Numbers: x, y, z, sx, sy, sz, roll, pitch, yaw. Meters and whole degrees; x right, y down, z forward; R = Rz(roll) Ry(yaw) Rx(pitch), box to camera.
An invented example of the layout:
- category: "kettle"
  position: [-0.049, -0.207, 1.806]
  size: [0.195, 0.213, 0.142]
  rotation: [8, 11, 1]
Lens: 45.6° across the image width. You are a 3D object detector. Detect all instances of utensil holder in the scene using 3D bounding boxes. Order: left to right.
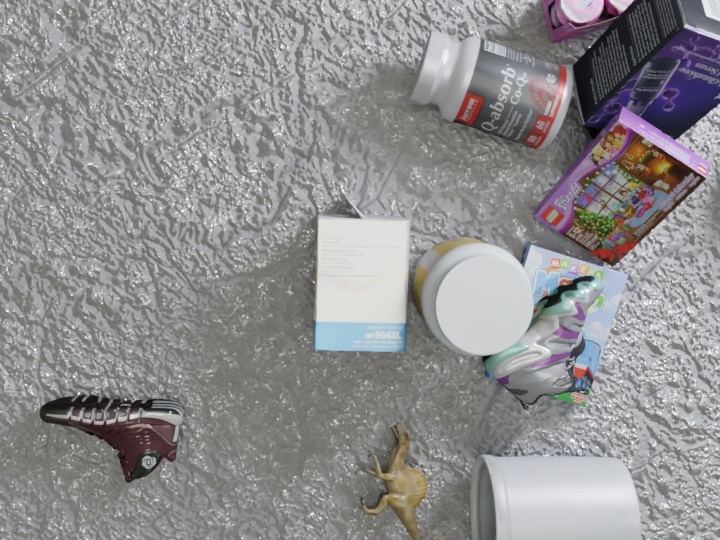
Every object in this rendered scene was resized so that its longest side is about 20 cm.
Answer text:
- category: "utensil holder"
  position: [0.266, 0.344, 1.195]
  size: [0.198, 0.170, 0.172]
  rotation: [1, 96, -4]

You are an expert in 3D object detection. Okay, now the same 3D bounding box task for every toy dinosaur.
- category: "toy dinosaur"
  position: [0.051, 0.329, 1.239]
  size: [0.100, 0.058, 0.202]
  rotation: [-11, 96, -3]

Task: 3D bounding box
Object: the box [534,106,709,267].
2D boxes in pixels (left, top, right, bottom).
- category: "box"
  position: [0.346, -0.107, 1.152]
  size: [0.136, 0.039, 0.200]
  rotation: [32, 137, -2]

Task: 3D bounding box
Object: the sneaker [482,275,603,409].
- category: "sneaker"
  position: [0.282, 0.111, 1.186]
  size: [0.200, 0.078, 0.140]
  rotation: [-40, 97, 12]

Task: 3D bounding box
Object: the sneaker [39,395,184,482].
- category: "sneaker"
  position: [-0.351, 0.242, 1.206]
  size: [0.198, 0.076, 0.117]
  rotation: [3, 99, -3]

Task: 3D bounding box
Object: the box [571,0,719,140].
- category: "box"
  position: [0.393, -0.267, 1.099]
  size: [0.147, 0.200, 0.105]
  rotation: [9, 59, -20]

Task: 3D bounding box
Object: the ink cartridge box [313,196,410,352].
- category: "ink cartridge box"
  position: [0.000, 0.000, 1.167]
  size: [0.124, 0.129, 0.202]
  rotation: [2, 96, -3]

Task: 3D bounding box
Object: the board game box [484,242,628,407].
- category: "board game box"
  position: [0.281, 0.078, 1.234]
  size: [0.150, 0.037, 0.202]
  rotation: [16, 94, -4]

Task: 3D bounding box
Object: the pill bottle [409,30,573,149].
- category: "pill bottle"
  position: [0.174, -0.246, 1.157]
  size: [0.198, 0.116, 0.117]
  rotation: [17, 95, -4]

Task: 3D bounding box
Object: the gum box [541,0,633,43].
- category: "gum box"
  position: [0.348, -0.370, 1.152]
  size: [0.198, 0.114, 0.067]
  rotation: [-17, 96, 0]

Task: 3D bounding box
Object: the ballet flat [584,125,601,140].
- category: "ballet flat"
  position: [0.370, -0.153, 1.200]
  size: [0.056, 0.066, 0.201]
  rotation: [-25, 98, -10]

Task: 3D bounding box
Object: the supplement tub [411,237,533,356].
- category: "supplement tub"
  position: [0.147, 0.033, 1.141]
  size: [0.144, 0.200, 0.147]
  rotation: [0, 96, -2]
